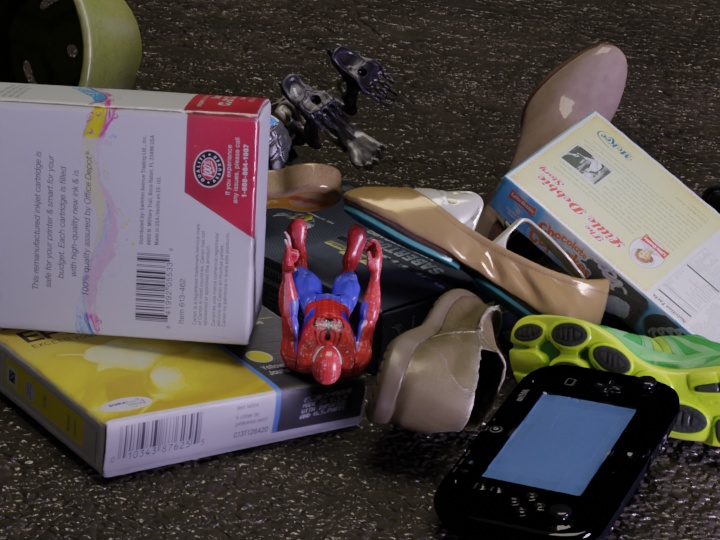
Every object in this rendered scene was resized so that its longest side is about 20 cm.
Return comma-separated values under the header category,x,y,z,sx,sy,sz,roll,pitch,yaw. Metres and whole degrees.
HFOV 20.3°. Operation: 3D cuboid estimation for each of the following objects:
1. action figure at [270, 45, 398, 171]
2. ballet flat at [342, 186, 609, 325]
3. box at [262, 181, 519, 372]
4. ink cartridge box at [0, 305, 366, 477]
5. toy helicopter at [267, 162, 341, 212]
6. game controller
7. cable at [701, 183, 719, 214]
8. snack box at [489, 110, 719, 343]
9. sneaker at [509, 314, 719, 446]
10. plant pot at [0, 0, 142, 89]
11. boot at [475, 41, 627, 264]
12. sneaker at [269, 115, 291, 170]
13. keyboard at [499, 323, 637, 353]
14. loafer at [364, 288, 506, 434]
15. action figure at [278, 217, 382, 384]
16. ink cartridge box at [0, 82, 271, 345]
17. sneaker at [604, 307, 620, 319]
category,x,y,z,sx,sy,sz,roll,pitch,yaw
action figure,-0.044,-0.108,1.662,0.119,0.102,0.200,-37,0,-25
ballet flat,0.082,-0.018,1.376,0.199,0.063,0.069,32,-4,-10
box,0.000,0.000,1.462,0.157,0.051,0.200,-17,31,-41
ink cartridge box,-0.131,0.057,1.283,0.197,0.047,0.200,-10,29,-38
toy helicopter,-0.111,-0.058,1.359,0.199,0.079,0.132,-3,-23,-4
game controller,0.121,0.111,1.213,0.104,0.042,0.200,17,30,19
cable,0.341,-0.010,1.506,0.200,0.051,0.163,35,15,-6
snack box,0.202,-0.019,1.431,0.200,0.037,0.116,42,49,16
sneaker,0.195,0.077,1.333,0.199,0.075,0.084,14,7,12
plant pot,-0.278,-0.186,1.687,0.199,0.202,0.184,14,11,16
boot,0.153,-0.077,1.549,0.070,0.201,0.146,30,12,-13
sneaker,-0.142,-0.065,1.468,0.199,0.075,0.087,-24,6,9
keyboard,0.207,0.061,1.433,0.199,0.021,0.127,-3,24,-25
loafer,0.060,0.067,1.291,0.067,0.076,0.200,26,21,11
action figure,-0.020,-0.001,1.286,0.065,0.099,0.200,4,27,-4
ink cartridge box,-0.161,-0.039,1.262,0.199,0.147,0.083,4,14,2
sneaker,0.201,-0.019,1.552,0.113,0.076,0.200,-10,28,-43
